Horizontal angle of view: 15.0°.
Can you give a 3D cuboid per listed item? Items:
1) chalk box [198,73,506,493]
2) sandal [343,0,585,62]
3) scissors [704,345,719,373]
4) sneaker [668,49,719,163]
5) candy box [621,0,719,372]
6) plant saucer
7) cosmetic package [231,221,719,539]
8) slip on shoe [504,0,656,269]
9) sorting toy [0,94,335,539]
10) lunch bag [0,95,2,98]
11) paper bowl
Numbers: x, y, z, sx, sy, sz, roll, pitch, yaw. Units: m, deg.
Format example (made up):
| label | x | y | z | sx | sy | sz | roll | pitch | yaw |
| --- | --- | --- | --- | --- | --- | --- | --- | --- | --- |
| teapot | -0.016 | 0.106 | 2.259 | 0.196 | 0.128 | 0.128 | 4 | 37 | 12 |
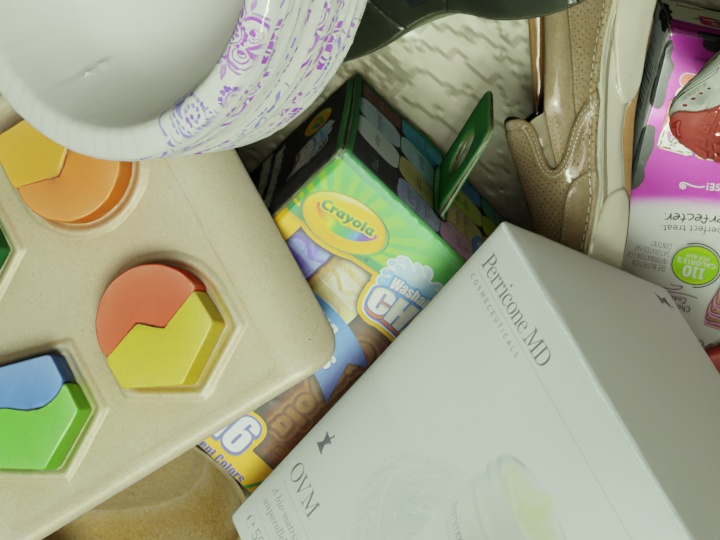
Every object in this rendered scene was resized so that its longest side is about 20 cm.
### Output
| label | x | y | z | sx | sy | sz | roll | pitch | yaw |
| --- | --- | --- | --- | --- | --- | --- | --- | --- | --- |
| chalk box | 0.000 | 0.000 | 1.295 | 0.200 | 0.125 | 0.124 | -42 | 104 | 17 |
| sandal | 0.041 | -0.151 | 1.255 | 0.200 | 0.057 | 0.080 | -11 | 111 | 37 |
| scissors | 0.154 | 0.058 | 1.304 | 0.199 | 0.014 | 0.073 | -18 | 112 | 6 |
| sneaker | 0.192 | -0.125 | 1.229 | 0.082 | 0.200 | 0.078 | 34 | 149 | 11 |
| candy box | 0.186 | -0.017 | 1.315 | 0.136 | 0.061 | 0.201 | 12 | 110 | -4 |
| plant saucer | -0.149 | 0.093 | 1.339 | 0.199 | 0.036 | 0.200 | 7 | 149 | 4 |
| cosmetic package | 0.075 | 0.126 | 1.184 | 0.123 | 0.200 | 0.200 | 23 | 119 | -43 |
| slip on shoe | 0.095 | -0.059 | 1.279 | 0.060 | 0.076 | 0.201 | 8 | 96 | -7 |
| sorting toy | -0.136 | 0.008 | 1.225 | 0.200 | 0.036 | 0.186 | -31 | 79 | 9 |
| lunch bag | -0.181 | -0.057 | 1.304 | 0.200 | 0.083 | 0.161 | 39 | 105 | -13 |
| paper bowl | -0.075 | -0.149 | 1.150 | 0.200 | 0.104 | 0.202 | 7 | 102 | 39 |
